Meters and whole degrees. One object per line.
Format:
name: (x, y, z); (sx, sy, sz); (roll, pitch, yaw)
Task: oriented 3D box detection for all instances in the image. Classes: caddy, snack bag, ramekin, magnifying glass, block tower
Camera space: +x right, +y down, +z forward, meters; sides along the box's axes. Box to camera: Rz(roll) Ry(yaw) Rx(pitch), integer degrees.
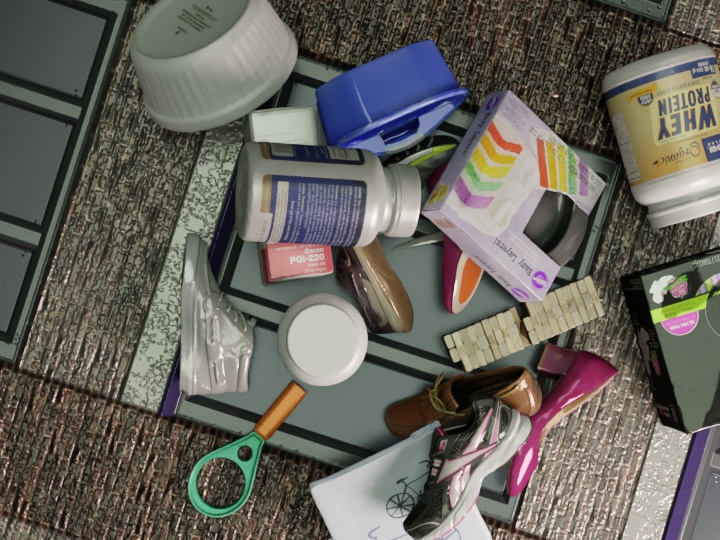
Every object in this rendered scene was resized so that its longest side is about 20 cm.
caddy: (0.036, -0.197, 1.666); (0.198, 0.141, 0.106); (-24, 86, -2)
snack bag: (0.047, 0.301, 1.676); (0.187, 0.021, 0.201); (-25, 114, -1)
ramekin: (-0.184, -0.267, 1.626); (0.201, 0.203, 0.095); (-30, 131, -3)
magnifying glass: (-0.140, 0.223, 1.707); (0.079, 0.022, 0.200); (40, 87, 0)
block tower: (0.203, 0.069, 1.708); (0.198, 0.058, 0.054); (-22, 89, -1)

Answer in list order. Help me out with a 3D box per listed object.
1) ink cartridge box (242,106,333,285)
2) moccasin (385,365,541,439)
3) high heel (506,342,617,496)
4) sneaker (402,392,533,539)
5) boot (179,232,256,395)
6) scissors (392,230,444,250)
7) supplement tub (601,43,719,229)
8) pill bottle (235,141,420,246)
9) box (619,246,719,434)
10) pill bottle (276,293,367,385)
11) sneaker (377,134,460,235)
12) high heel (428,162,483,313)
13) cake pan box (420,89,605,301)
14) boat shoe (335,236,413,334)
ink cartridge box: (-0.090, -0.089, 1.654); (0.084, 0.146, 0.202); (-9, 89, -8)
moccasin: (0.120, 0.160, 1.665); (0.200, 0.074, 0.078); (-12, 130, 27)
high heel: (0.247, 0.194, 1.688); (0.095, 0.067, 0.202); (18, 84, 10)
sneaker: (0.110, 0.227, 1.619); (0.086, 0.080, 0.201); (38, 92, -9)
boot: (-0.177, 0.055, 1.692); (0.094, 0.074, 0.202); (1, 97, -8)
scissors: (0.142, -0.049, 1.729); (0.199, 0.014, 0.074); (-30, 89, -3)
supplement tub: (0.391, -0.163, 1.677); (0.143, 0.144, 0.202); (-16, 89, -3)
pill bottle: (-0.037, -0.084, 1.534); (0.198, 0.111, 0.112); (3, 88, -14)
box: (0.427, 0.083, 1.681); (0.147, 0.124, 0.202); (-16, 90, -1)
pill bottle: (-0.046, 0.082, 1.625); (0.107, 0.200, 0.110); (0, 89, -2)
sneaker: (0.048, -0.096, 1.692); (0.199, 0.074, 0.081); (-35, 103, 19)
high heel: (0.110, -0.049, 1.706); (0.095, 0.067, 0.202); (9, 83, 35)
cake pan box: (0.191, -0.087, 1.663); (0.200, 0.052, 0.185); (41, 72, -24)
boat shoe: (0.000, 0.000, 1.668); (0.064, 0.072, 0.201); (-19, 120, 20)
